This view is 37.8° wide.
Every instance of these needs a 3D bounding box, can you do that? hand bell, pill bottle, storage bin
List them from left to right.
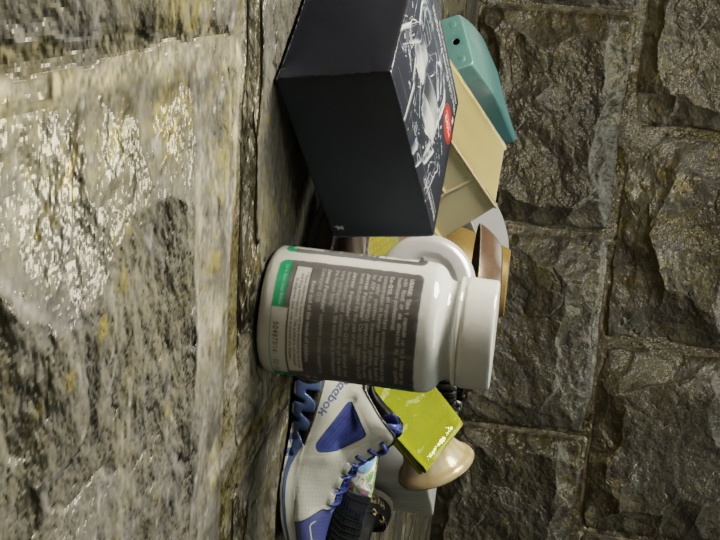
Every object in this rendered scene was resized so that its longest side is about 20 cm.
[{"bbox_3d":[0.018,0.044,0.912,0.113,0.198,0.114,7,90,-81],"label":"pill bottle"},{"bbox_3d":[0.060,0.161,1.311,0.104,0.103,0.202,-62,132,-67],"label":"hand bell"},{"bbox_3d":[0.074,0.032,1.216,0.200,0.110,0.112,78,20,-78],"label":"pill bottle"},{"bbox_3d":[0.097,-0.175,1.364,0.199,0.093,0.200,53,27,-17],"label":"storage bin"}]

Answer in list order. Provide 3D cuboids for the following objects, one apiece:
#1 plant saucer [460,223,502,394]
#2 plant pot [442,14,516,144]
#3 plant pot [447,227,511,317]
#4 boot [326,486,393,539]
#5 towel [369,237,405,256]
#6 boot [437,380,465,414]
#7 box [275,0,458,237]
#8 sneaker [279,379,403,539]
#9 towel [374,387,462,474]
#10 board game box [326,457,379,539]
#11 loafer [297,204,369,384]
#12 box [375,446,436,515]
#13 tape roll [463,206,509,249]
[{"bbox_3d":[0.142,0.046,1.233,0.200,0.032,0.203,6,90,-86],"label":"plant saucer"},{"bbox_3d":[0.136,-0.280,1.580,0.200,0.140,0.143,51,25,-62],"label":"plant pot"},{"bbox_3d":[0.106,0.007,1.464,0.186,0.198,0.189,7,90,-82],"label":"plant pot"},{"bbox_3d":[-0.008,0.353,1.371,0.201,0.072,0.152,73,23,-59],"label":"boot"},{"bbox_3d":[0.012,-0.098,1.147,0.143,0.023,0.202,-37,126,-53],"label":"towel"},{"bbox_3d":[0.070,0.169,1.470,0.211,0.156,0.080,71,27,-71],"label":"boot"},{"bbox_3d":[0.016,-0.162,0.964,0.201,0.103,0.183,70,27,-48],"label":"box"},{"bbox_3d":[-0.015,0.185,1.074,0.081,0.114,0.202,3,93,-80],"label":"sneaker"},{"bbox_3d":[0.032,0.119,1.139,0.086,0.201,0.018,-44,-168,-30],"label":"towel"},{"bbox_3d":[-0.005,0.189,1.209,0.201,0.061,0.201,100,2,-50],"label":"board game box"},{"bbox_3d":[-0.013,0.015,1.038,0.073,0.070,0.202,30,63,-50],"label":"loafer"},{"bbox_3d":[0.045,0.272,1.488,0.200,0.123,0.098,75,22,-66],"label":"box"},{"bbox_3d":[0.131,-0.044,1.599,0.066,0.200,0.202,-20,124,-36],"label":"tape roll"}]
